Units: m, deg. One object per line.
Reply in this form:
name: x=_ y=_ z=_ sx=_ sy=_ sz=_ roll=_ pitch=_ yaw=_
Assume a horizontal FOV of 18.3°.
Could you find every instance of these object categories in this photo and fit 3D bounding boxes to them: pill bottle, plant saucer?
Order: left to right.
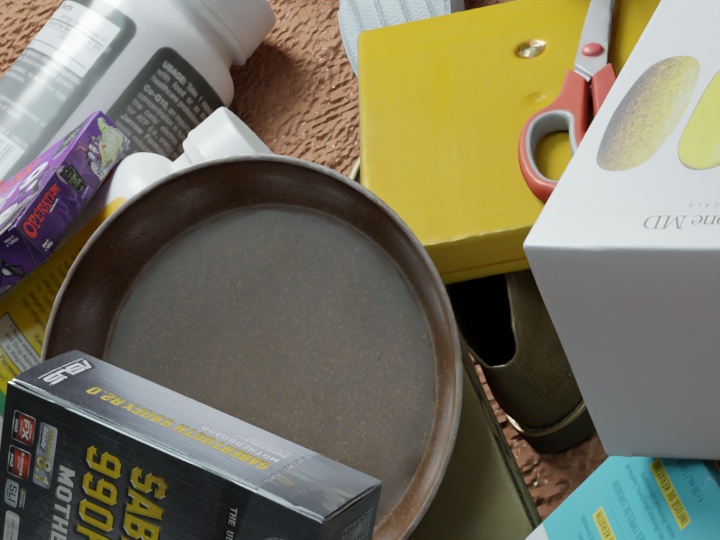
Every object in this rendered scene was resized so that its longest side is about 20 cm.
pill bottle: x=-0.145 y=-0.097 z=1.293 sx=0.200 sy=0.114 sz=0.114 roll=-52 pitch=39 yaw=-9
pill bottle: x=-0.119 y=0.010 z=1.177 sx=0.200 sy=0.113 sz=0.113 roll=-42 pitch=39 yaw=5
plant saucer: x=-0.045 y=0.051 z=0.977 sx=0.200 sy=0.034 sz=0.201 roll=-3 pitch=83 yaw=21

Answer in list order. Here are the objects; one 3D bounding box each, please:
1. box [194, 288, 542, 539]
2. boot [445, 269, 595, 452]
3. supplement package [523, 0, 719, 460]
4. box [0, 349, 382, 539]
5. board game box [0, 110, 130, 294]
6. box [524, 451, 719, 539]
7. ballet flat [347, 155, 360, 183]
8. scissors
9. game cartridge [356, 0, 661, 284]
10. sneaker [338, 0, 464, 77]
box: x=-0.022 y=0.120 z=0.992 sx=0.200 sy=0.021 sz=0.164 roll=-27 pitch=76 yaw=16
boot: x=0.074 y=-0.014 z=1.060 sx=0.073 sy=0.075 sz=0.200 roll=-28 pitch=41 yaw=22
supplement package: x=0.161 y=-0.032 z=0.864 sx=0.113 sy=0.110 sz=0.200 roll=0 pitch=41 yaw=32
box: x=-0.083 y=0.153 z=0.938 sx=0.158 sy=0.201 sz=0.048 roll=22 pitch=26 yaw=25
board game box: x=-0.213 y=0.001 z=1.173 sx=0.200 sy=0.032 sz=0.120 roll=-33 pitch=14 yaw=32
box: x=0.082 y=0.150 z=0.890 sx=0.200 sy=0.049 sz=0.082 roll=-47 pitch=33 yaw=18
ballet flat: x=0.000 y=0.000 z=1.122 sx=0.063 sy=0.069 sz=0.200 roll=-19 pitch=43 yaw=48
scissors: x=0.102 y=-0.094 z=1.049 sx=0.073 sy=0.014 sz=0.200 roll=-13 pitch=37 yaw=5
game cartridge: x=0.086 y=-0.069 z=1.060 sx=0.176 sy=0.033 sz=0.200 roll=-10 pitch=37 yaw=7
sneaker: x=0.028 y=-0.170 z=1.244 sx=0.073 sy=0.071 sz=0.201 roll=-18 pitch=67 yaw=25
